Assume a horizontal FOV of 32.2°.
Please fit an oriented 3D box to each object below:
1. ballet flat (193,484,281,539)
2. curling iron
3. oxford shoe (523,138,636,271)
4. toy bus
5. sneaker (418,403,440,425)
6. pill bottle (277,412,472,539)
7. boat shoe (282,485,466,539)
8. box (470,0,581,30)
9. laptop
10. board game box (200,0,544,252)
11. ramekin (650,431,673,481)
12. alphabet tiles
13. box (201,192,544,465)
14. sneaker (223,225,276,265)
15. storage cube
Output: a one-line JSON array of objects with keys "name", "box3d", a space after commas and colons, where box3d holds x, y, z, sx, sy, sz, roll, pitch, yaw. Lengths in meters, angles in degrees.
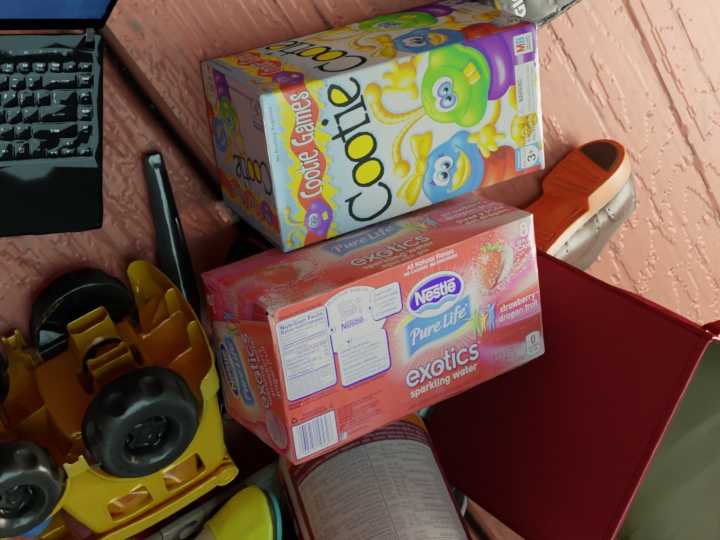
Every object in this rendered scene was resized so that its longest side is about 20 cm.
[{"name": "ballet flat", "box3d": [-0.103, 0.224, 0.857, 0.066, 0.067, 0.201, -7, 139, -24]}, {"name": "curling iron", "box3d": [-0.115, 0.013, 0.853, 0.050, 0.025, 0.202, -40, 123, -43]}, {"name": "oxford shoe", "box3d": [0.143, -0.010, 0.962, 0.200, 0.071, 0.073, -41, 128, -9]}, {"name": "toy bus", "box3d": [-0.182, 0.121, 0.810, 0.198, 0.136, 0.194, -28, 138, -16]}, {"name": "sneaker", "box3d": [-0.018, 0.089, 0.893, 0.199, 0.066, 0.091, 32, 94, -30]}, {"name": "pill bottle", "box3d": [0.021, 0.190, 0.803, 0.108, 0.201, 0.110, -13, 140, -12]}, {"name": "boat shoe", "box3d": [0.003, 0.188, 0.925, 0.198, 0.073, 0.061, -23, 117, -35]}, {"name": "box", "box3d": [0.122, -0.282, 0.850, 0.159, 0.049, 0.202, -35, 123, -14]}, {"name": "laptop", "box3d": [-0.217, -0.097, 0.702, 0.175, 0.103, 0.203, -6, 113, -27]}, {"name": "board game box", "box3d": [0.010, -0.103, 0.826, 0.198, 0.105, 0.104, -19, 118, -22]}, {"name": "ramekin", "box3d": [0.274, 0.155, 1.031, 0.097, 0.200, 0.201, -33, 123, -5]}, {"name": "alphabet tiles", "box3d": [-0.114, 0.213, 0.896, 0.198, 0.008, 0.168, -27, 148, -27]}, {"name": "box", "box3d": [0.011, 0.027, 0.792, 0.198, 0.094, 0.104, -21, 115, -28]}, {"name": "sneaker", "box3d": [0.000, 0.000, 0.883, 0.198, 0.074, 0.088, -12, 117, -25]}, {"name": "storage cube", "box3d": [0.179, 0.105, 0.881, 0.170, 0.179, 0.202, 19, 97, -45]}]
